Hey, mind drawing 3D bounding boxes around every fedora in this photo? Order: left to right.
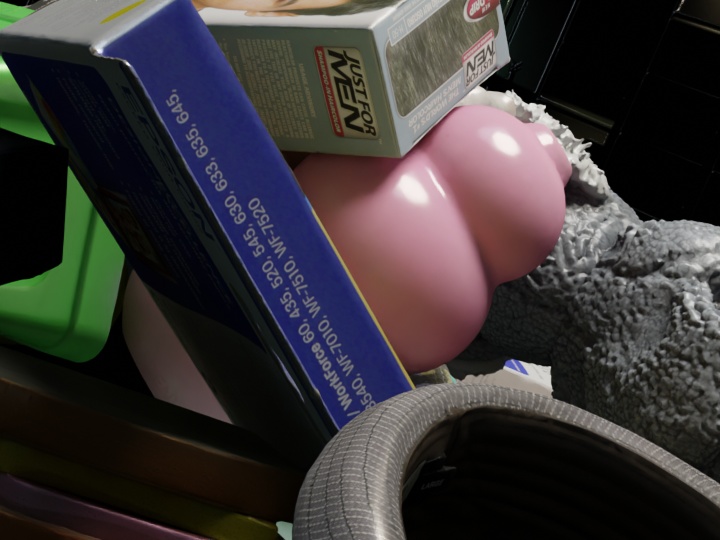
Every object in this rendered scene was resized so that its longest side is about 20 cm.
[{"bbox_3d":[0.057,0.118,0.404,0.200,0.090,0.177,39,27,17],"label":"fedora"}]

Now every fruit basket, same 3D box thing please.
[{"bbox_3d":[-0.165,-0.039,0.764,0.215,0.156,0.216,13,8,-2],"label":"fruit basket"}]

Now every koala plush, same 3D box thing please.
[{"bbox_3d":[0.120,0.014,0.861,0.200,0.178,0.184,35,31,17],"label":"koala plush"}]

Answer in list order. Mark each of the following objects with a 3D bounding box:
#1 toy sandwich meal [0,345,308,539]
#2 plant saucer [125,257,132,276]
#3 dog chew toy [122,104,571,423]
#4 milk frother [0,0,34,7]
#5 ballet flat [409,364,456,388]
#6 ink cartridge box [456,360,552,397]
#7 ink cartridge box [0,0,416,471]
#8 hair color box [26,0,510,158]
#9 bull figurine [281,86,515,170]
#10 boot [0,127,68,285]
[{"bbox_3d":[-0.091,0.055,0.562,0.205,0.070,0.205,23,6,-3],"label":"toy sandwich meal"},{"bbox_3d":[-0.086,0.004,0.959,0.199,0.019,0.070,4,-1,20],"label":"plant saucer"},{"bbox_3d":[0.000,0.000,0.758,0.125,0.200,0.125,59,-1,2],"label":"dog chew toy"},{"bbox_3d":[-0.211,-0.081,1.060,0.180,0.200,0.188,36,36,30],"label":"milk frother"},{"bbox_3d":[-0.012,0.054,0.870,0.072,0.072,0.200,22,0,-16],"label":"ballet flat"},{"bbox_3d":[0.037,0.046,1.106,0.200,0.037,0.095,25,7,-8],"label":"ink cartridge box"},{"bbox_3d":[-0.030,0.006,0.544,0.198,0.047,0.200,61,-15,-18],"label":"ink cartridge box"},{"bbox_3d":[-0.047,-0.101,0.780,0.200,0.061,0.099,7,34,33],"label":"hair color box"},{"bbox_3d":[-0.023,-0.046,0.853,0.065,0.200,0.121,62,0,-4],"label":"bull figurine"},{"bbox_3d":[-0.217,-0.030,0.581,0.200,0.066,0.165,27,40,35],"label":"boot"}]
